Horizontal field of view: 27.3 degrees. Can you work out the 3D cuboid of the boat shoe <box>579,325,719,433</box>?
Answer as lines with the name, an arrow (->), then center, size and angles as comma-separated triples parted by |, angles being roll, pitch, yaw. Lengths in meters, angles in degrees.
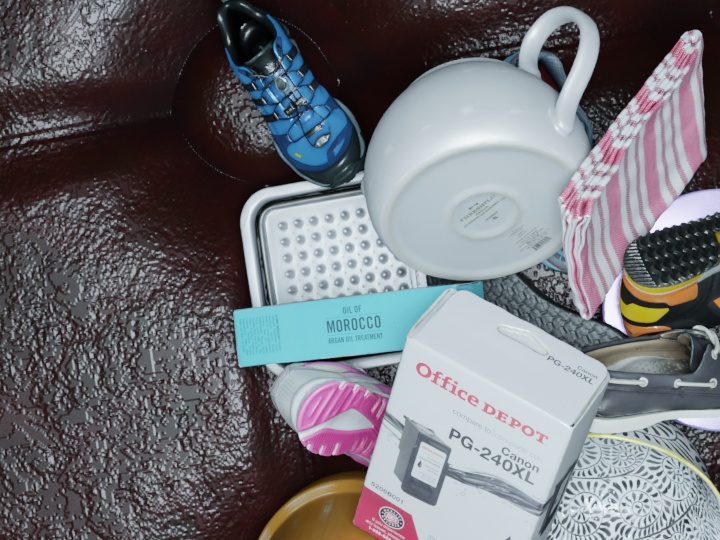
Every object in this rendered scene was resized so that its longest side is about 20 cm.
boat shoe -> 0.254, 0.076, 1.176 | 0.197, 0.074, 0.061 | -8, 121, -13

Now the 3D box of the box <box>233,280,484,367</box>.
box -> 0.000, 0.045, 1.239 | 0.197, 0.082, 0.050 | -7, 90, 21

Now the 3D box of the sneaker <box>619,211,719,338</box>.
sneaker -> 0.300, 0.004, 1.209 | 0.197, 0.091, 0.070 | -11, 48, -13

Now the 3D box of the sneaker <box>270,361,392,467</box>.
sneaker -> 0.002, 0.122, 1.266 | 0.082, 0.199, 0.088 | -56, 44, 2

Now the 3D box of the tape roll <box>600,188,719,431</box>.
tape roll -> 0.305, 0.033, 1.267 | 0.197, 0.066, 0.203 | 0, 89, 9

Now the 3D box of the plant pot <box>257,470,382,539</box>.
plant pot -> -0.010, 0.281, 1.247 | 0.197, 0.183, 0.203 | 0, 90, 8

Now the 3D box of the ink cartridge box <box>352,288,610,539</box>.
ink cartridge box -> 0.089, 0.138, 1.145 | 0.144, 0.083, 0.202 | 27, 128, 18

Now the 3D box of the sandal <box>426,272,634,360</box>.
sandal -> 0.141, 0.044, 1.254 | 0.199, 0.048, 0.076 | 32, 98, 17

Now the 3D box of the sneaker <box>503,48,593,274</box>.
sneaker -> 0.160, -0.094, 1.264 | 0.078, 0.096, 0.203 | -16, 87, -9

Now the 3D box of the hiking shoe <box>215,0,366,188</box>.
hiking shoe -> -0.069, -0.152, 1.280 | 0.074, 0.087, 0.201 | -41, 61, 9

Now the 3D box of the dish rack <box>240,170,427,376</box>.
dish rack -> 0.000, 0.000, 1.320 | 0.197, 0.044, 0.174 | -9, 89, 8

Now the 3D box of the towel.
towel -> 0.223, -0.073, 1.171 | 0.030, 0.147, 0.200 | 27, 66, 29

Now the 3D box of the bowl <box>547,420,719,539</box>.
bowl -> 0.206, 0.169, 1.248 | 0.198, 0.095, 0.202 | 7, 135, 7

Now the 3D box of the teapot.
teapot -> 0.092, -0.101, 1.187 | 0.197, 0.198, 0.147 | -7, 52, 2
